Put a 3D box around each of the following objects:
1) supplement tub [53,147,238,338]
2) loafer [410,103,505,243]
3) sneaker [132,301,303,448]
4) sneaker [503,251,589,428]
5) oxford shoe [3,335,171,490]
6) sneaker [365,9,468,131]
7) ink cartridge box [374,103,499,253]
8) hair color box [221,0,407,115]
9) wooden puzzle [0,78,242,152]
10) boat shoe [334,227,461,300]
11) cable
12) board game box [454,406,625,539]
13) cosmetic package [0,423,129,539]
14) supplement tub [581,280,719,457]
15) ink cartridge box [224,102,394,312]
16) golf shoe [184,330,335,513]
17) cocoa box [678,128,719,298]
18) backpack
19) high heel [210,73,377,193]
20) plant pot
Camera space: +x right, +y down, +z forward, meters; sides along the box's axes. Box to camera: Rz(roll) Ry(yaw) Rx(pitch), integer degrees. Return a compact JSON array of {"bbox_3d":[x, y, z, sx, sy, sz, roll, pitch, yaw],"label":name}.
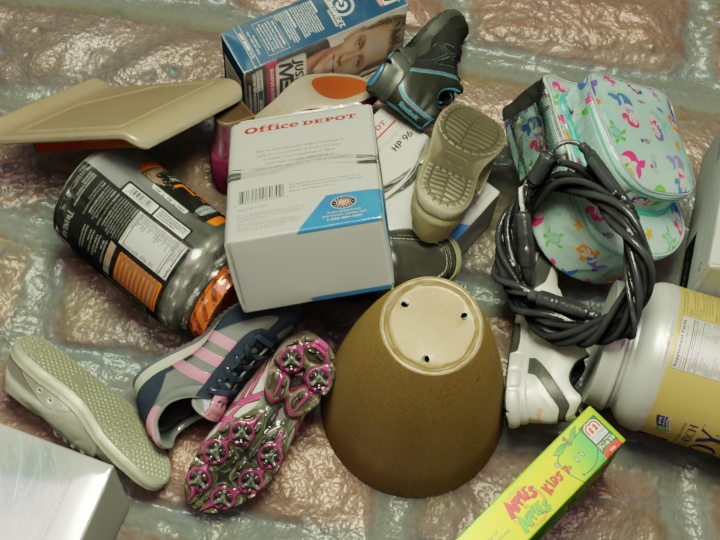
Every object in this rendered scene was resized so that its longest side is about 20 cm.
[{"bbox_3d":[-0.197,-0.026,1.312,0.199,0.123,0.123,38,68,13],"label":"supplement tub"},{"bbox_3d":[0.088,-0.098,1.312,0.075,0.069,0.201,31,39,2],"label":"loafer"},{"bbox_3d":[-0.127,0.096,1.249,0.199,0.070,0.083,-36,51,20],"label":"sneaker"},{"bbox_3d":[0.187,0.069,1.301,0.079,0.074,0.202,2,55,11],"label":"sneaker"},{"bbox_3d":[-0.264,0.144,1.269,0.199,0.075,0.058,39,110,6],"label":"oxford shoe"},{"bbox_3d":[0.076,-0.215,1.430,0.082,0.073,0.200,43,42,-3],"label":"sneaker"},{"bbox_3d":[0.032,-0.089,1.385,0.199,0.068,0.116,38,68,15],"label":"ink cartridge box"},{"bbox_3d":[-0.049,-0.244,1.435,0.198,0.100,0.061,-26,67,-14],"label":"hair color box"},{"bbox_3d":[-0.245,-0.155,1.342,0.197,0.038,0.185,6,26,29],"label":"wooden puzzle"},{"bbox_3d":[-0.001,-0.001,1.306,0.198,0.066,0.073,-3,95,22],"label":"boat shoe"},{"bbox_3d":[0.195,-0.012,1.231,0.050,0.163,0.201,10,42,-46],"label":"cable"},{"bbox_3d":[0.154,0.223,1.226,0.200,0.102,0.048,-41,72,-19],"label":"board game box"},{"bbox_3d":[-0.341,0.247,1.177,0.197,0.123,0.202,18,65,7],"label":"cosmetic package"},{"bbox_3d":[0.324,0.097,1.270,0.197,0.146,0.147,16,65,5],"label":"supplement tub"},{"bbox_3d":[-0.048,-0.064,1.246,0.144,0.087,0.201,-9,35,3],"label":"ink cartridge box"},{"bbox_3d":[-0.094,0.147,1.269,0.072,0.092,0.201,40,88,-7],"label":"golf shoe"},{"bbox_3d":[0.412,-0.044,1.348,0.129,0.134,0.202,16,65,3],"label":"cocoa box"},{"bbox_3d":[0.247,-0.093,1.346,0.176,0.150,0.203,7,67,-39],"label":"backpack"},{"bbox_3d":[-0.070,-0.148,1.415,0.197,0.097,0.068,-14,46,-20],"label":"high heel"},{"bbox_3d":[0.057,0.089,1.230,0.183,0.201,0.189,1,63,-3],"label":"plant pot"}]
